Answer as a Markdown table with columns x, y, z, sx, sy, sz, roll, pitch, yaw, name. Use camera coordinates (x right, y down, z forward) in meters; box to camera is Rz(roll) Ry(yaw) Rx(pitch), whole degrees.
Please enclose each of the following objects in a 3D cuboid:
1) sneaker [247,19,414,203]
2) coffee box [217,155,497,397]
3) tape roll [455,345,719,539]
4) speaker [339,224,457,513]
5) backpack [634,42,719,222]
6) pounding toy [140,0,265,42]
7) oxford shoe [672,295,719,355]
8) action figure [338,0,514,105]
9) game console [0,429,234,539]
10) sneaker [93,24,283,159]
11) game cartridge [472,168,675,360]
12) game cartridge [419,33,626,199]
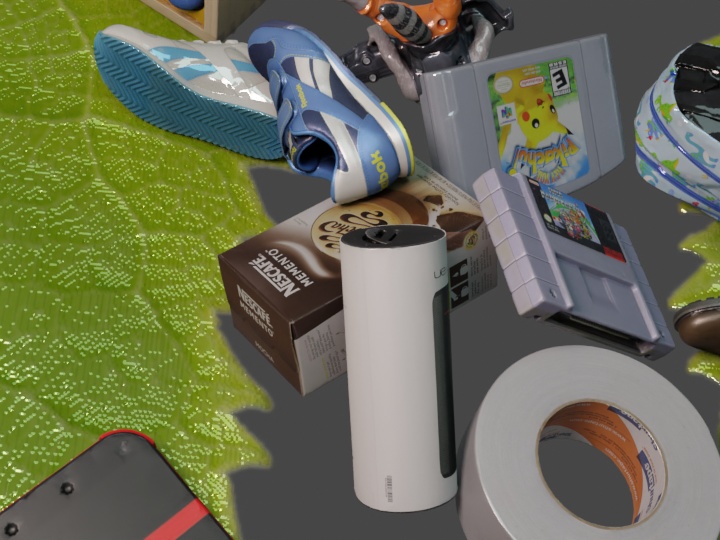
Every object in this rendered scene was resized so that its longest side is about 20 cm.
| x | y | z | sx | sy | sz | roll | pitch | yaw | name |
| --- | --- | --- | --- | --- | --- | --- | --- | --- | --- |
| -0.042 | -0.133 | 1.066 | 0.082 | 0.074 | 0.200 | -36 | 60 | -14 | sneaker |
| 0.000 | 0.000 | 1.039 | 0.199 | 0.081 | 0.113 | -29 | 44 | -24 | coffee box |
| 0.173 | 0.160 | 0.980 | 0.197 | 0.066 | 0.202 | 7 | 55 | -11 | tape roll |
| 0.028 | 0.069 | 0.949 | 0.080 | 0.203 | 0.081 | -3 | 13 | 1 | speaker |
| 0.345 | -0.115 | 1.156 | 0.199 | 0.154 | 0.164 | 32 | 58 | -13 | backpack |
| -0.183 | -0.331 | 1.170 | 0.183 | 0.201 | 0.142 | 33 | 59 | 13 | pounding toy |
| 0.355 | 0.075 | 1.067 | 0.197 | 0.073 | 0.085 | 15 | 59 | 1 | oxford shoe |
| 0.036 | -0.194 | 1.140 | 0.198 | 0.194 | 0.106 | -20 | 50 | 16 | action figure |
| -0.190 | 0.227 | 0.922 | 0.199 | 0.031 | 0.177 | -36 | 75 | -25 | game console |
| -0.143 | -0.170 | 1.155 | 0.198 | 0.077 | 0.081 | 24 | 50 | -1 | sneaker |
| 0.177 | -0.005 | 1.047 | 0.199 | 0.038 | 0.131 | 18 | 50 | -45 | game cartridge |
| 0.149 | -0.127 | 1.139 | 0.198 | 0.040 | 0.135 | -17 | 105 | -26 | game cartridge |
